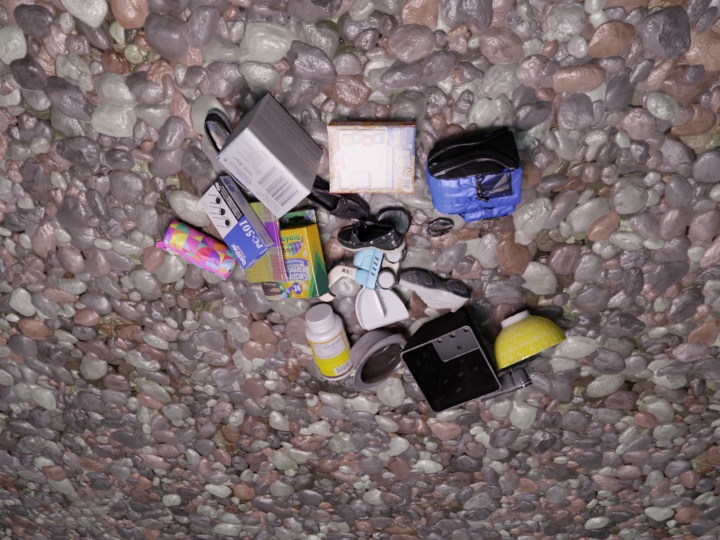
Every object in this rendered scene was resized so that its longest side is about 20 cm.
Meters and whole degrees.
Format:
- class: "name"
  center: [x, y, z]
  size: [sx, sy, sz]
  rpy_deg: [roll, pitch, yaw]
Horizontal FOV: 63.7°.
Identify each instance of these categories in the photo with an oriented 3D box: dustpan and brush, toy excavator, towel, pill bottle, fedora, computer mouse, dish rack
- class: "dustpan and brush"
  center: [0.031, 0.060, 1.519]
  size: [0.136, 0.057, 0.205]
  rpy_deg: [-18, 102, 21]
- class: "toy excavator"
  center: [0.000, 0.000, 1.441]
  size: [0.195, 0.100, 0.200]
  rpy_deg: [18, 97, 11]
- class: "towel"
  center: [-0.244, -0.065, 1.420]
  size: [0.140, 0.023, 0.206]
  rpy_deg: [0, 104, 35]
- class: "pill bottle"
  center: [-0.087, 0.195, 1.595]
  size: [0.106, 0.110, 0.204]
  rpy_deg: [-9, 123, 12]
- class: "fedora"
  center: [0.038, 0.229, 1.587]
  size: [0.196, 0.090, 0.180]
  rpy_deg: [-25, 138, -24]
- class: "computer mouse"
  center: [0.131, -0.116, 1.415]
  size: [0.194, 0.034, 0.060]
  rpy_deg: [7, 108, -6]
- class: "dish rack"
  center: [0.409, 0.284, 1.561]
  size: [0.151, 0.198, 0.056]
  rpy_deg: [-28, 81, 33]

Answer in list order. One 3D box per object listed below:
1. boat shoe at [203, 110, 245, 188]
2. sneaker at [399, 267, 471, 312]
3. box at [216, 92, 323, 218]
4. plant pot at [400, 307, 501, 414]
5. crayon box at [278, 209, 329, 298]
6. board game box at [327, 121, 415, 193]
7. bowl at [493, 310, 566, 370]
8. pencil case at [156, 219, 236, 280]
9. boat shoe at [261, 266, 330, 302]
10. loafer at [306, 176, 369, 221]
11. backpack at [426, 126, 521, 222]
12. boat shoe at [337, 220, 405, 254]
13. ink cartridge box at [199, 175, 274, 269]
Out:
- class: "boat shoe"
  center: [-0.300, -0.267, 1.335]
  size: [0.067, 0.057, 0.203]
  rpy_deg: [-19, 120, 17]
- class: "sneaker"
  center: [0.185, 0.059, 1.501]
  size: [0.195, 0.075, 0.088]
  rpy_deg: [20, 129, -7]
- class: "box"
  center: [-0.188, -0.249, 1.248]
  size: [0.104, 0.202, 0.184]
  rpy_deg: [-34, 116, 27]
- class: "plant pot"
  center: [0.242, 0.217, 1.524]
  size: [0.196, 0.178, 0.203]
  rpy_deg: [-25, 107, 21]
- class: "crayon box"
  center: [-0.154, -0.037, 1.413]
  size: [0.123, 0.051, 0.206]
  rpy_deg: [-3, 103, 35]
- class: "board game box"
  center: [0.026, -0.254, 1.305]
  size: [0.193, 0.047, 0.156]
  rpy_deg: [2, 115, 4]
- class: "bowl"
  center: [0.424, 0.170, 1.515]
  size: [0.197, 0.199, 0.110]
  rpy_deg: [-29, 76, 23]
- class: "pencil case"
  center: [-0.412, -0.049, 1.478]
  size: [0.196, 0.089, 0.089]
  rpy_deg: [25, 124, -12]
- class: "boat shoe"
  center: [-0.175, 0.024, 1.510]
  size: [0.195, 0.075, 0.074]
  rpy_deg: [-17, 122, 15]
- class: "loafer"
  center: [-0.069, -0.162, 1.379]
  size: [0.196, 0.064, 0.073]
  rpy_deg: [27, 122, -12]
- class: "backpack"
  center: [0.244, -0.194, 1.267]
  size: [0.194, 0.165, 0.171]
  rpy_deg: [-6, 127, 8]
- class: "boat shoe"
  center: [0.014, -0.088, 1.378]
  size: [0.196, 0.075, 0.067]
  rpy_deg: [16, 148, 41]
- class: "ink cartridge box"
  center: [-0.297, -0.116, 1.390]
  size: [0.094, 0.044, 0.202]
  rpy_deg: [-38, 84, 28]
